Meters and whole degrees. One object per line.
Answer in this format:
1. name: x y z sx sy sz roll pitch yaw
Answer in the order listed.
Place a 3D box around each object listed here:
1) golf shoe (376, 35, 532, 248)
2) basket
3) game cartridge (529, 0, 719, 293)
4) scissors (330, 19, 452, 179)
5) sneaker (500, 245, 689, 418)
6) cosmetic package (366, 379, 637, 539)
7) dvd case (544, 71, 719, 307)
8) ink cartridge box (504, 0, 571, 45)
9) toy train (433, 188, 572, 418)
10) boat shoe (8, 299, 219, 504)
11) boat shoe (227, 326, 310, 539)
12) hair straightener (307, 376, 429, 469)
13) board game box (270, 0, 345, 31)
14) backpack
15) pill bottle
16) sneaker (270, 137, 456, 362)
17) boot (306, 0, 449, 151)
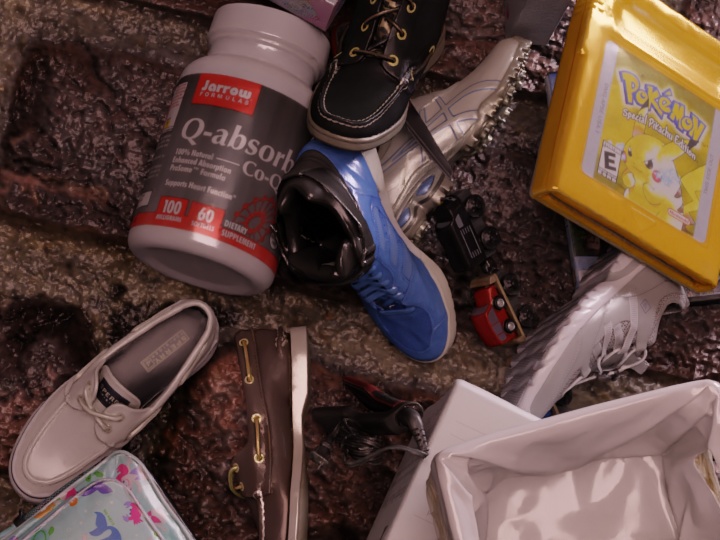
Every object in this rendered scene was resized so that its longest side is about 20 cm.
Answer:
1. golf shoe: 0.055 -0.117 1.564 0.097 0.078 0.200 34 76 9
2. basket: 0.147 0.165 1.312 0.199 0.123 0.136 -13 80 -10
3. game cartridge: 0.220 -0.108 1.520 0.176 0.032 0.201 28 65 -27
4. scissors: 0.022 -0.131 1.538 0.073 0.014 0.201 -3 44 -8
5. sneaker: 0.183 0.052 1.499 0.082 0.075 0.200 48 61 -5
6. cosmetic package: 0.090 0.212 1.444 0.166 0.167 0.201 26 76 -1
7. dvd case: 0.229 -0.067 1.595 0.142 0.018 0.201 -5 78 -7
8. ink cartridge box: 0.144 -0.299 1.545 0.043 0.200 0.198 2 77 -5
9. toy train: 0.107 0.034 1.526 0.046 0.034 0.201 -31 100 -31
10. boat shoe: -0.183 0.095 1.497 0.200 0.066 0.072 -38 84 -11
11. boat shoe: -0.068 0.139 1.498 0.059 0.072 0.201 0 74 1
12. hair straightener: 0.002 0.122 1.445 0.077 0.200 0.041 -46 107 -9
13. board game box: -0.064 -0.311 1.533 0.198 0.043 0.201 29 64 3
14. backpack: -0.200 0.247 1.428 0.199 0.151 0.178 -34 84 -6
15. pill bottle: -0.095 -0.092 1.520 0.115 0.116 0.201 16 75 -1
16. sneaker: -0.001 0.000 1.484 0.076 0.111 0.201 -11 113 31
17. boot: 0.020 -0.194 1.475 0.073 0.154 0.204 19 39 12
